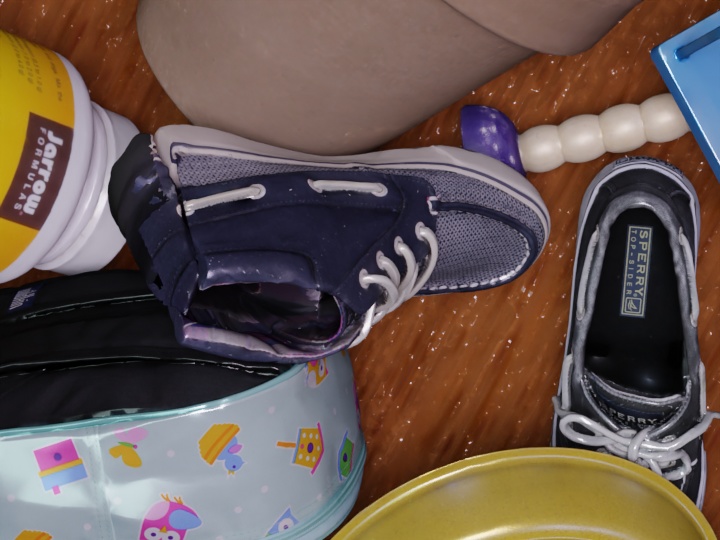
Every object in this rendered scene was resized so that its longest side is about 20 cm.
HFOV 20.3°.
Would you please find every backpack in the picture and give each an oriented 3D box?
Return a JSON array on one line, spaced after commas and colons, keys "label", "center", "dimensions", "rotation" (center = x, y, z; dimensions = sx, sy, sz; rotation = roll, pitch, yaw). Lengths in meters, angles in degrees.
[{"label": "backpack", "center": [-0.094, 0.078, 0.867], "dimensions": [0.198, 0.176, 0.155], "rotation": [-15, 105, 9]}]

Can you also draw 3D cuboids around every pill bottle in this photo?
[{"label": "pill bottle", "center": [-0.191, -0.060, 0.863], "dimensions": [0.109, 0.199, 0.110], "rotation": [-20, 61, 42]}]

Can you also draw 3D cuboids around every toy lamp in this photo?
[{"label": "toy lamp", "center": [0.145, -0.069, 0.876], "dimensions": [0.198, 0.058, 0.059], "rotation": [-11, 91, 13]}]

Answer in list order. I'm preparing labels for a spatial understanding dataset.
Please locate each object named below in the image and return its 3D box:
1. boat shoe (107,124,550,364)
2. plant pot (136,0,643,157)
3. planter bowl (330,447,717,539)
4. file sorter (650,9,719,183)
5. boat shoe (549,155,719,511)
[{"label": "boat shoe", "center": [0.000, 0.000, 0.811], "dimensions": [0.198, 0.093, 0.075], "rotation": [3, 129, -26]}, {"label": "plant pot", "center": [-0.003, -0.136, 0.846], "dimensions": [0.174, 0.200, 0.201], "rotation": [-42, 85, 27]}, {"label": "planter bowl", "center": [0.070, 0.178, 0.835], "dimensions": [0.198, 0.084, 0.202], "rotation": [-6, 123, -9]}, {"label": "file sorter", "center": [0.242, -0.080, 0.777], "dimensions": [0.199, 0.123, 0.140], "rotation": [-30, 91, -6]}, {"label": "boat shoe", "center": [0.118, 0.056, 0.859], "dimensions": [0.073, 0.068, 0.201], "rotation": [7, 111, 6]}]
